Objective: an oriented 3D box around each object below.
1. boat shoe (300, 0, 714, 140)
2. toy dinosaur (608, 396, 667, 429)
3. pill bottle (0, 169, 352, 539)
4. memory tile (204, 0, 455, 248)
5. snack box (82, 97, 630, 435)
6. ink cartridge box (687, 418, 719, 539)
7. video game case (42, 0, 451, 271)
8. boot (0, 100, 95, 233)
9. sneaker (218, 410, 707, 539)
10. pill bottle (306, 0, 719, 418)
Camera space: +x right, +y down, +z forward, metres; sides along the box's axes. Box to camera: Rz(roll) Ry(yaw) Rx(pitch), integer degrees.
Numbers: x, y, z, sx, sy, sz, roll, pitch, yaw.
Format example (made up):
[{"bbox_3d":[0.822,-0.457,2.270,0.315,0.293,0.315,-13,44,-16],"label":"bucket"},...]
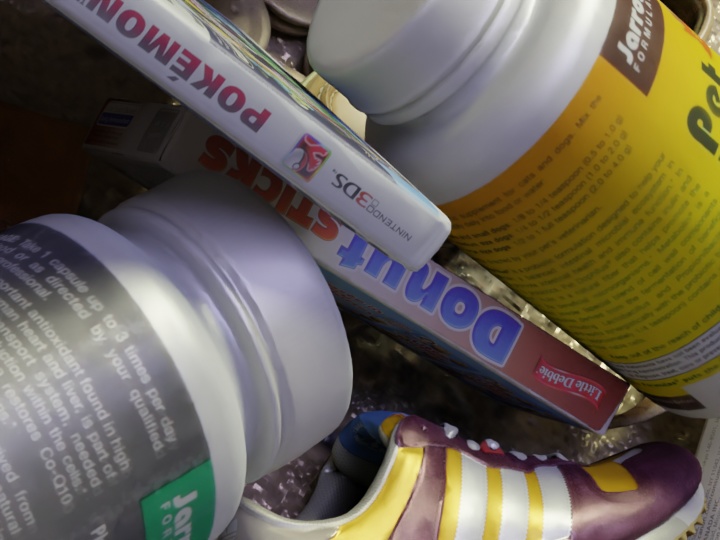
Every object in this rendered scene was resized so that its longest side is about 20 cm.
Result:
[{"bbox_3d":[0.056,-0.078,0.881,0.199,0.066,0.074,-24,79,-39],"label":"boat shoe"},{"bbox_3d":[0.139,0.008,0.931,0.106,0.061,0.201,11,50,-3],"label":"toy dinosaur"},{"bbox_3d":[-0.106,0.053,0.673,0.199,0.113,0.113,-30,84,-31],"label":"pill bottle"},{"bbox_3d":[0.016,-0.083,0.913,0.200,0.017,0.154,-31,84,-40],"label":"memory tile"},{"bbox_3d":[0.000,0.000,0.800,0.200,0.072,0.024,32,81,-27],"label":"snack box"},{"bbox_3d":[0.216,0.072,0.903,0.176,0.045,0.201,30,71,-27],"label":"ink cartridge box"},{"bbox_3d":[-0.076,-0.088,0.719,0.182,0.023,0.200,36,5,-32],"label":"video game case"},{"bbox_3d":[-0.173,-0.074,0.747,0.199,0.068,0.189,19,56,-25],"label":"boot"},{"bbox_3d":[0.040,0.081,0.799,0.199,0.075,0.090,-22,84,-41],"label":"sneaker"},{"bbox_3d":[0.078,-0.042,0.795,0.200,0.109,0.110,37,49,-27],"label":"pill bottle"}]
